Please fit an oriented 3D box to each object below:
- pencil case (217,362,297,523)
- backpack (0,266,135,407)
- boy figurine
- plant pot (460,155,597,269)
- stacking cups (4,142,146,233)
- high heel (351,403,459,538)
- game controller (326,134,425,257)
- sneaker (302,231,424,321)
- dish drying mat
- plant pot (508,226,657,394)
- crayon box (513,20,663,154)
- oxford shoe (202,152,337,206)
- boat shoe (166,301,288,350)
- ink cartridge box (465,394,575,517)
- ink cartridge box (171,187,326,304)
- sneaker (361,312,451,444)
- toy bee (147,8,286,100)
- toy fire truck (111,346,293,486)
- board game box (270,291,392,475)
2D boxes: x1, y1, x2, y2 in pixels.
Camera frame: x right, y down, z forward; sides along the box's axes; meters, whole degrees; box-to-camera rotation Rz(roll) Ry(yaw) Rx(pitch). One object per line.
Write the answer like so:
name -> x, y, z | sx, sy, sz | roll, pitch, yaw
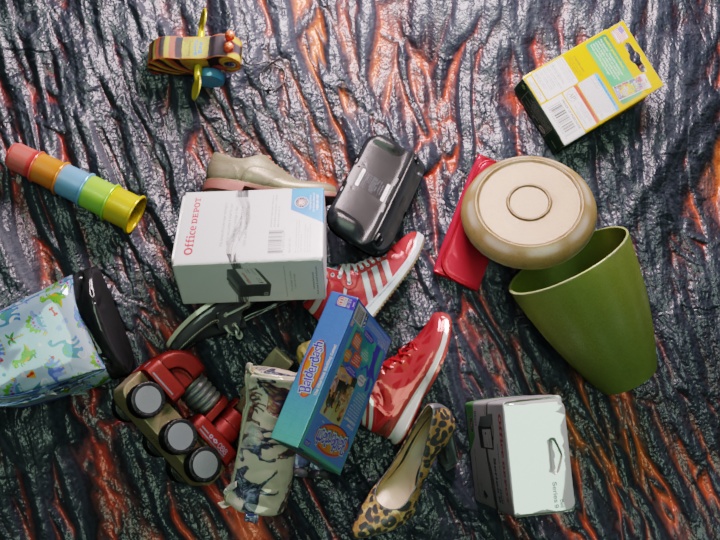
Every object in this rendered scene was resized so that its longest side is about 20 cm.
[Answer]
pencil case -> -0.125, 0.218, 1.087 | 0.089, 0.078, 0.202 | 5, 98, -34
backpack -> -0.428, 0.102, 1.120 | 0.198, 0.154, 0.165 | -19, 90, 2
boy figurine -> -0.073, 0.188, 1.175 | 0.123, 0.064, 0.202 | 13, 76, -37
plant pot -> 0.246, -0.094, 1.227 | 0.198, 0.028, 0.202 | -4, 59, 6
stacking cups -> -0.406, -0.123, 1.197 | 0.199, 0.061, 0.061 | 27, 78, 2
high heel -> 0.051, 0.269, 1.145 | 0.199, 0.143, 0.071 | -37, 47, -20
game controller -> 0.025, -0.113, 1.226 | 0.104, 0.042, 0.201 | 27, 56, -1
sneaker -> 0.000, 0.000, 1.219 | 0.112, 0.071, 0.201 | 39, 80, -3
dish drying mat -> 0.179, -0.075, 1.282 | 0.076, 0.018, 0.202 | 23, 78, -4
plant pot -> 0.342, 0.070, 1.214 | 0.186, 0.187, 0.201 | -32, 100, -11
crayon box -> 0.359, -0.289, 1.325 | 0.199, 0.052, 0.126 | -31, 86, -11
oxford shoe -> -0.127, -0.136, 1.226 | 0.198, 0.070, 0.076 | 7, 73, -8
boat shoe -> -0.179, 0.064, 1.184 | 0.199, 0.073, 0.063 | -35, 84, -16
ink cartridge box -> 0.211, 0.246, 1.141 | 0.083, 0.200, 0.148 | -4, 81, -7
ink cartridge box -> -0.146, -0.035, 1.155 | 0.198, 0.084, 0.146 | -2, 46, 0
sneaker -> 0.048, 0.135, 1.201 | 0.115, 0.078, 0.202 | 26, 77, -4
toy bee -> -0.214, -0.323, 1.225 | 0.198, 0.109, 0.132 | -17, 82, -10
toy fire truck -> -0.207, 0.168, 1.146 | 0.176, 0.128, 0.200 | 51, 56, -10
board game box -> -0.032, 0.150, 1.098 | 0.045, 0.152, 0.202 | 13, 70, 26
